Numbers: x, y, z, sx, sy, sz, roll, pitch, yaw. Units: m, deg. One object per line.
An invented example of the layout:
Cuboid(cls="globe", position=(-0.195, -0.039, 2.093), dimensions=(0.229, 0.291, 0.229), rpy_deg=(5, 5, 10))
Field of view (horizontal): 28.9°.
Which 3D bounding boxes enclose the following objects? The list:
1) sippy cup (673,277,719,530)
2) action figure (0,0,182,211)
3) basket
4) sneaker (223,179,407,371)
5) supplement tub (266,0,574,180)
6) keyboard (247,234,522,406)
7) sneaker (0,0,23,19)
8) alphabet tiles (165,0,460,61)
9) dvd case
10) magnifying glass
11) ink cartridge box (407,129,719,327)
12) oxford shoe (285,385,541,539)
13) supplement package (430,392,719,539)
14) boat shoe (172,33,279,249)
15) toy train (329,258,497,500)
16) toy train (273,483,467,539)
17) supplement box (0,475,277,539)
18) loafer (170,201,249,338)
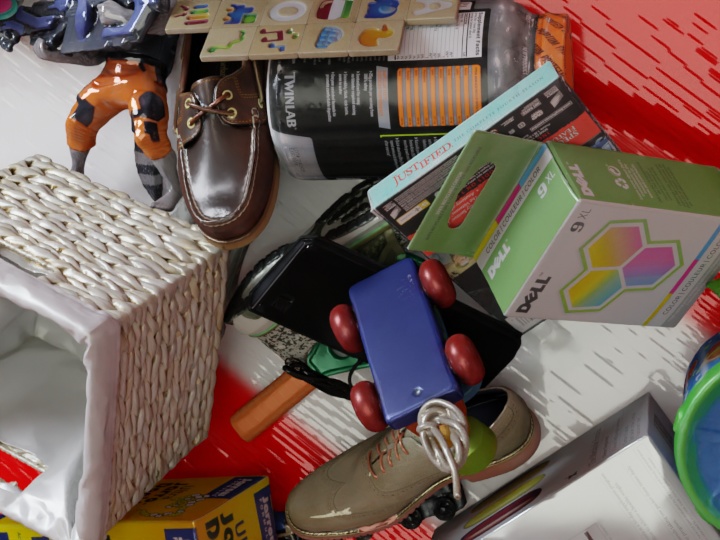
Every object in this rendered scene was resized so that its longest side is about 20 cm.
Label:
Cuboid(cls="sippy cup", position=(0.272, 0.097, 0.933), dimensions=(0.139, 0.130, 0.179), rpy_deg=(19, 106, 2))
Cuboid(cls="action figure", position=(-0.188, -0.152, 1.044), dimensions=(0.199, 0.104, 0.194), rpy_deg=(13, 97, 41))
Cuboid(cls="basket", position=(-0.216, 0.049, 0.982), dimensions=(0.198, 0.161, 0.201), rpy_deg=(24, 128, 21))
Cuboid(cls="sneaker", position=(0.000, 0.000, 1.013), dimensions=(0.200, 0.077, 0.089), rpy_deg=(-35, 114, 10))
Cuboid(cls="supplement tub", position=(0.044, -0.124, 0.961), dimensions=(0.199, 0.123, 0.123), rpy_deg=(1, 99, 12))
Cuboid(cls="keyboard", position=(0.008, 0.050, 0.994), dimensions=(0.200, 0.021, 0.127), rpy_deg=(26, 120, -27))
Cuboid(cls="sneaker", position=(-0.313, -0.209, 1.039), dimensions=(0.121, 0.084, 0.200), rpy_deg=(44, 106, 32))
Cuboid(cls="alphabet tiles", position=(-0.027, -0.195, 0.957), dimensions=(0.199, 0.167, 0.006), rpy_deg=(0, 133, 12))
Cuboid(cls="dvd case", position=(0.115, -0.039, 0.938), dimensions=(0.146, 0.200, 0.022), rpy_deg=(-35, 46, 15))
Cuboid(cls="magnifying glass", position=(-0.020, 0.062, 1.058), dimensions=(0.200, 0.022, 0.080), rpy_deg=(-40, 88, 13))
Cuboid(cls="ink cartridge box", position=(0.144, -0.022, 0.906), dimensions=(0.199, 0.059, 0.104), rpy_deg=(6, 133, -29))
Cuboid(cls="oxford shoe", position=(0.029, 0.132, 1.012), dimensions=(0.199, 0.074, 0.071), rpy_deg=(-26, 53, 4))
Cuboid(cls="supplement package", position=(0.152, 0.196, 0.989), dimensions=(0.200, 0.114, 0.110), rpy_deg=(-36, 91, 15))
Cuboid(cls="boat shoe", position=(-0.099, -0.112, 0.967), dimensions=(0.070, 0.070, 0.201), rpy_deg=(-13, 57, 10))
Cuboid(cls="toy train", position=(0.054, 0.097, 0.900), dimensions=(0.084, 0.200, 0.116), rpy_deg=(-27, 134, 10))
Cuboid(cls="toy train", position=(-0.017, 0.187, 1.068), dimensions=(0.199, 0.034, 0.046), rpy_deg=(-17, 91, 14))
Cuboid(cls="supplement box", position=(-0.169, 0.224, 1.049), dimensions=(0.199, 0.109, 0.109), rpy_deg=(-7, 97, 26))
Cuboid(cls="loafer", position=(-0.115, -0.028, 1.039), dimensions=(0.070, 0.070, 0.201), rpy_deg=(20, 103, 1))
